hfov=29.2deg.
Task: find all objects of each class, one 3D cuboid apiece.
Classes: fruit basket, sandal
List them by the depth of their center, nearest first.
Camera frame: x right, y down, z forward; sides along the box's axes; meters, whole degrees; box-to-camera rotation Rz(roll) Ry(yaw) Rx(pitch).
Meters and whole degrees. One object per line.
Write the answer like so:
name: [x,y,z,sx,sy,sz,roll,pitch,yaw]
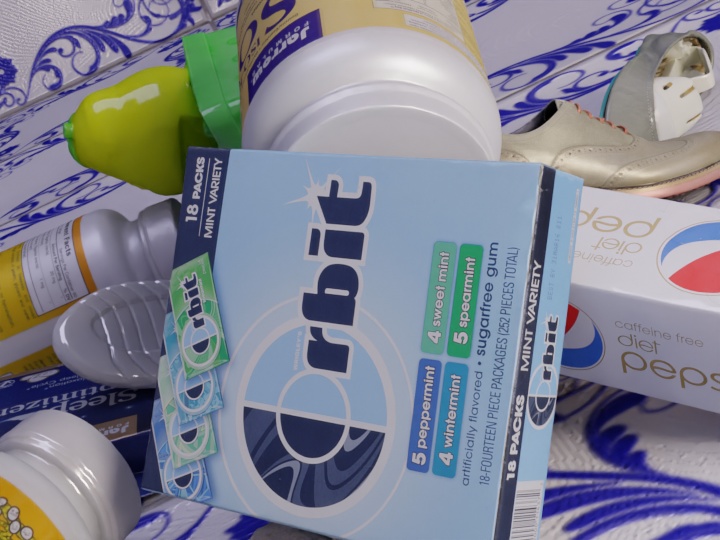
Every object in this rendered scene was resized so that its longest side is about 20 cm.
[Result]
sandal: [-0.117,0.044,0.941,0.202,0.083,0.050,-16,-33,-40]
fruit basket: [-0.110,-0.100,1.046,0.215,0.156,0.216,-24,29,14]

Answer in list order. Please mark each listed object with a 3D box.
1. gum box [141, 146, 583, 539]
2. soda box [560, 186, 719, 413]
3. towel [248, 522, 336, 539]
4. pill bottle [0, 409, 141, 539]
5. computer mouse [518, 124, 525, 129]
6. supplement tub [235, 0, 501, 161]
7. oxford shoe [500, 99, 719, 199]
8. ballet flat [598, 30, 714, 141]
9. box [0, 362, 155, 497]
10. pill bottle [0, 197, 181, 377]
gum box: [-0.005,0.033,0.632,0.199,0.171,0.044,6,-2,35]
soda box: [0.132,0.011,0.626,0.199,0.064,0.068,13,47,32]
towel: [-0.036,0.166,0.569,0.132,0.035,0.200,-34,21,-23]
pill bottle: [-0.198,0.158,0.669,0.112,0.113,0.200,-9,24,38]
computer mouse: [0.095,-0.081,1.087,0.199,0.034,0.059,-25,-2,-15]
supplement tub: [0.002,-0.098,0.792,0.145,0.146,0.200,-21,39,11]
oxford shoe: [0.149,-0.075,0.868,0.199,0.074,0.071,-10,2,-16]
ballet flat: [0.219,-0.128,0.993,0.063,0.068,0.200,-7,25,26]
box: [-0.188,0.104,0.899,0.121,0.033,0.200,-14,19,-3]
pill bottle: [-0.218,0.020,1.067,0.199,0.111,0.111,-23,19,6]
